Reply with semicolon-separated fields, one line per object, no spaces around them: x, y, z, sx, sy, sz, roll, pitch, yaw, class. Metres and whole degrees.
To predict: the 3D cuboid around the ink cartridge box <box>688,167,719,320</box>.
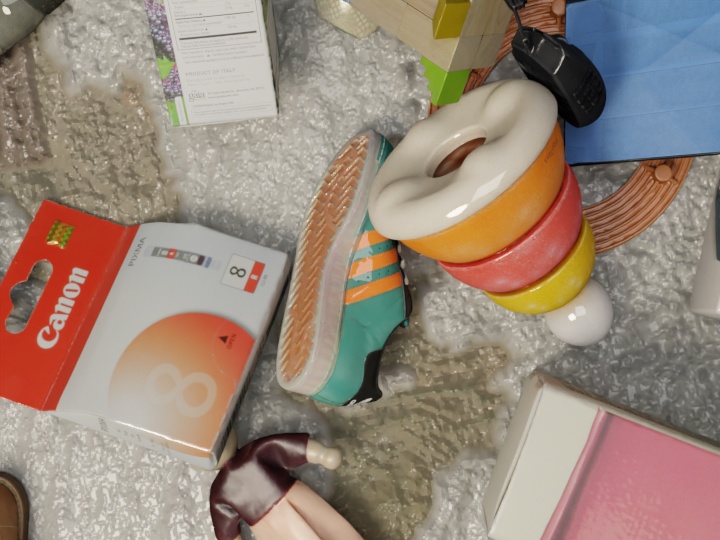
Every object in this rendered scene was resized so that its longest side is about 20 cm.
0.277;-0.064;0.773;0.044;0.176;0.201;13;89;3;ink cartridge box

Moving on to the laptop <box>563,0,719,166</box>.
0.180;-0.180;0.751;0.200;0.187;0.116;46;59;-35;laptop

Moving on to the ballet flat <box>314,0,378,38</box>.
-0.008;-0.273;0.854;0.067;0.062;0.201;1;89;4;ballet flat

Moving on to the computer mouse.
0.110;-0.157;0.736;0.034;0.200;0.059;-43;50;2;computer mouse

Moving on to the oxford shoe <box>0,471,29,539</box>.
-0.276;0.253;0.855;0.071;0.071;0.201;-7;90;2;oxford shoe

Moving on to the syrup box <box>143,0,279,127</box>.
-0.105;-0.203;0.793;0.081;0.079;0.201;-6;132;1;syrup box

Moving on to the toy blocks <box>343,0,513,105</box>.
0.050;-0.233;0.776;0.137;0.100;0.201;40;127;30;toy blocks

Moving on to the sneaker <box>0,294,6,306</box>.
-0.333;-0.032;0.872;0.099;0.070;0.201;-34;91;-5;sneaker

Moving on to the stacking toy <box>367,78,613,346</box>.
0.112;-0.017;0.807;0.146;0.146;0.200;-39;115;2;stacking toy

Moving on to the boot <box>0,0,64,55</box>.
-0.327;-0.227;0.876;0.131;0.068;0.200;-42;85;8;boot

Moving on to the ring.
0.148;-0.109;0.862;0.199;0.019;0.202;0;88;4;ring

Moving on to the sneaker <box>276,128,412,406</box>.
0.000;0.000;0.850;0.080;0.071;0.201;22;76;-30;sneaker

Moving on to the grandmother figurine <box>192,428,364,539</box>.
-0.062;0.167;0.848;0.200;0.061;0.121;43;91;2;grandmother figurine

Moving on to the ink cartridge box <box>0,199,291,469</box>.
-0.167;0.032;0.834;0.199;0.050;0.163;19;63;1;ink cartridge box

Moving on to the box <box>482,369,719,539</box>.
0.193;0.156;0.797;0.199;0.128;0.109;21;91;5;box
